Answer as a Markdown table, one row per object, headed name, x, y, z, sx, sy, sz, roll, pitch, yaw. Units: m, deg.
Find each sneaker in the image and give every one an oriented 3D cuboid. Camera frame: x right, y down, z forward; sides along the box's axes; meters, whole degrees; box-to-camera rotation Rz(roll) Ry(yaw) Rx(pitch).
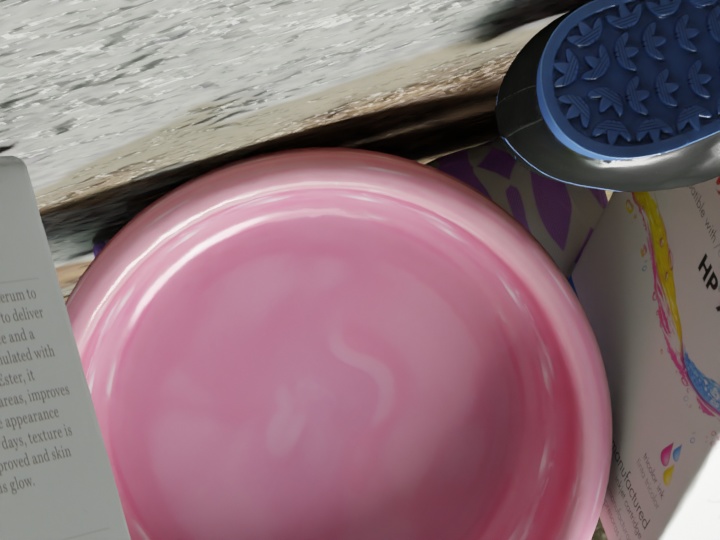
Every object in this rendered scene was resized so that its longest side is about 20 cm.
| name | x | y | z | sx | sy | sz | roll | pitch | yaw |
| --- | --- | --- | --- | --- | --- | --- | --- | --- | --- |
| sneaker | 0.136 | -0.068 | 0.868 | 0.199 | 0.071 | 0.078 | -9 | 177 | -14 |

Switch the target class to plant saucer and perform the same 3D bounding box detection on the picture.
| name | x | y | z | sx | sy | sz | roll | pitch | yaw |
| --- | --- | --- | --- | --- | --- | --- | --- | --- | --- |
| plant saucer | -0.014 | 0.054 | 0.987 | 0.199 | 0.202 | 0.051 | -16 | -166 | -1 |

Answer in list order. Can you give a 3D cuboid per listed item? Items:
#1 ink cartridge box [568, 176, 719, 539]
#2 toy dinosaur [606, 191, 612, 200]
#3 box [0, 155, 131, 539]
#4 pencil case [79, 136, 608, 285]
| name | x | y | z | sx | sy | sz | roll | pitch | yaw |
| --- | --- | --- | --- | --- | --- | --- | --- | --- | --- |
| ink cartridge box | 0.135 | 0.002 | 0.956 | 0.067 | 0.117 | 0.201 | 1 | 137 | -22 |
| toy dinosaur | 0.083 | -0.004 | 1.197 | 0.101 | 0.058 | 0.201 | -13 | 143 | -44 |
| box | -0.156 | 0.086 | 0.809 | 0.152 | 0.201 | 0.106 | -20 | 174 | 31 |
| pencil case | 0.000 | 0.000 | 1.053 | 0.199 | 0.084 | 0.086 | -15 | -142 | -10 |
